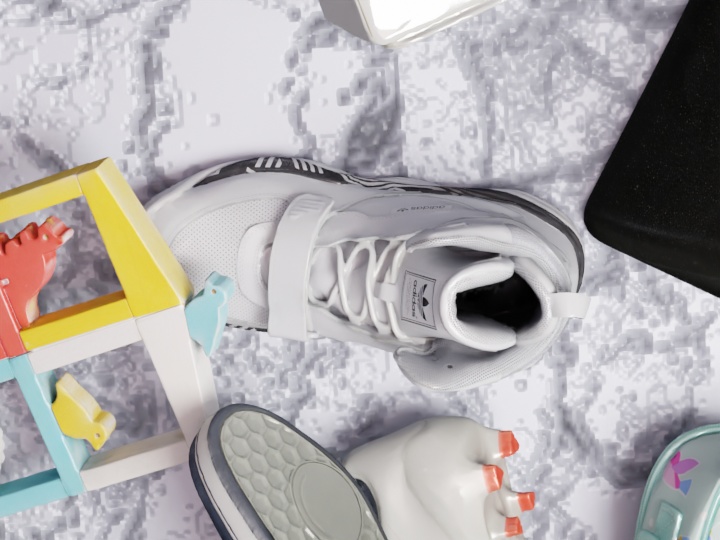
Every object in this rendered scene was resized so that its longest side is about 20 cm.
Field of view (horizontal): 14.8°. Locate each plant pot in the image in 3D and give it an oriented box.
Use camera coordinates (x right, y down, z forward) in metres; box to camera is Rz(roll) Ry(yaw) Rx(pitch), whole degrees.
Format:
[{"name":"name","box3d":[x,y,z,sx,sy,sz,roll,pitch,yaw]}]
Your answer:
[{"name":"plant pot","box3d":[0.231,-0.049,1.116,0.199,0.177,0.201,25,98,-9]}]

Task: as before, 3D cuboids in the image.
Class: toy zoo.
[{"name":"toy zoo","box3d":[-0.143,0.034,1.159,0.199,0.020,0.132,-18,103,18]}]

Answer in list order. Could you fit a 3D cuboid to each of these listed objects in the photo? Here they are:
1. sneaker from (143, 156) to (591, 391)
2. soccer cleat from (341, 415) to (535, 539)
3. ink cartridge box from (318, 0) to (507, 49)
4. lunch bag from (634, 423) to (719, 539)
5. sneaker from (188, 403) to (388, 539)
[{"name":"sneaker","box3d":[0.000,0.000,1.142,0.199,0.115,0.076,3,101,-4]},{"name":"soccer cleat","box3d":[0.050,0.157,1.209,0.077,0.069,0.201,-9,107,23]},{"name":"ink cartridge box","box3d":[0.024,-0.209,1.097,0.145,0.083,0.201,-24,108,-10]},{"name":"lunch bag","box3d":[0.186,0.163,1.198,0.160,0.077,0.201,7,100,-14]},{"name":"sneaker","box3d":[-0.040,0.161,1.166,0.146,0.077,0.203,-28,105,34]}]
